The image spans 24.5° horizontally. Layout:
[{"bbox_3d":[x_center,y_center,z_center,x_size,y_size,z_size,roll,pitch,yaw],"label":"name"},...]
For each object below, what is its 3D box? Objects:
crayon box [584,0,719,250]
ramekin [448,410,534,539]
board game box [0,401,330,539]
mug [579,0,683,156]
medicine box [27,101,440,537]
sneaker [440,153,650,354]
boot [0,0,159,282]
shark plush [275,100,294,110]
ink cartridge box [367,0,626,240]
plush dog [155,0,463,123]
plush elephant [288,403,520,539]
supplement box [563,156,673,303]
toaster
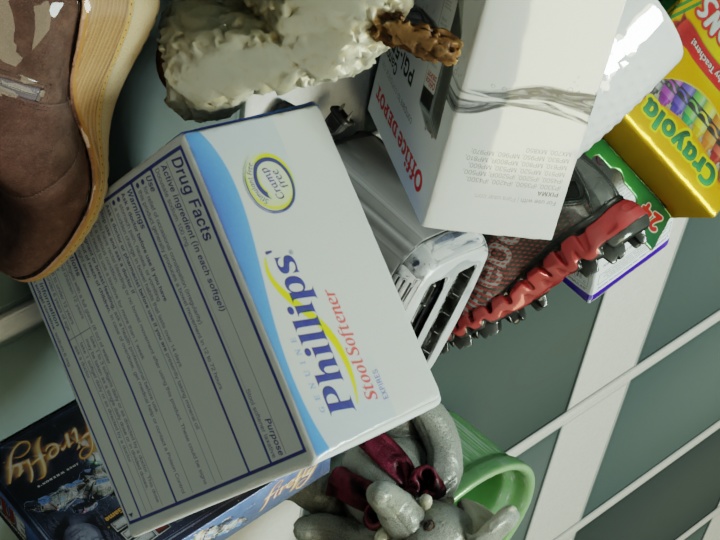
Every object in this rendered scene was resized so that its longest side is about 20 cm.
[{"bbox_3d":[0.239,-0.129,1.210,0.127,0.051,0.201,42,71,-25],"label":"crayon box"},{"bbox_3d":[0.058,0.225,1.537,0.199,0.098,0.201,-34,149,-24],"label":"ramekin"},{"bbox_3d":[-0.137,0.131,1.112,0.199,0.135,0.035,-30,147,-30],"label":"board game box"},{"bbox_3d":[0.103,-0.129,1.128,0.175,0.148,0.200,-44,173,-1],"label":"mug"},{"bbox_3d":[-0.079,0.031,0.940,0.102,0.183,0.199,-19,174,-42],"label":"medicine box"},{"bbox_3d":[0.108,-0.016,1.192,0.200,0.098,0.071,-36,173,30],"label":"sneaker"},{"bbox_3d":[-0.203,-0.081,0.848,0.165,0.072,0.201,-1,126,-42],"label":"boot"},{"bbox_3d":[-0.100,-0.021,1.090,0.083,0.090,0.202,-11,117,-75],"label":"shark plush"},{"bbox_3d":[0.075,-0.139,0.921,0.082,0.147,0.201,4,121,-17],"label":"ink cartridge box"},{"bbox_3d":[-0.013,-0.180,0.894,0.172,0.159,0.201,-75,-179,-53],"label":"plush dog"},{"bbox_3d":[0.032,0.190,1.326,0.165,0.155,0.200,-43,112,-1],"label":"plush elephant"},{"bbox_3d":[0.194,-0.090,1.331,0.103,0.101,0.201,-34,149,-24],"label":"supplement box"},{"bbox_3d":[0.000,0.000,1.132,0.113,0.129,0.201,-21,144,-51],"label":"toaster"}]
